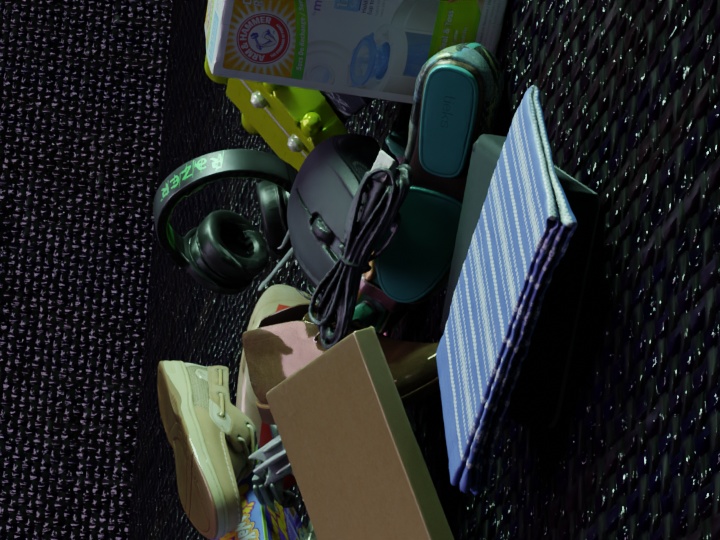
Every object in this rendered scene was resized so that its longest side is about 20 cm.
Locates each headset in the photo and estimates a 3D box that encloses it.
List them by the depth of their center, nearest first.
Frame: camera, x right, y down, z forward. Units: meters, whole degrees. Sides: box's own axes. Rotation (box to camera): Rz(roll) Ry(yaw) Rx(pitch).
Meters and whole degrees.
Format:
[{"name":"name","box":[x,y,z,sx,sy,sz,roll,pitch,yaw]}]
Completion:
[{"name":"headset","box":[-0.081,-0.018,1.640,0.123,0.200,0.094,-29,50,19]}]

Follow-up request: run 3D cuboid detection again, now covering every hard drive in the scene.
[{"name":"hard drive","box":[0.094,0.000,1.252,0.200,0.033,0.140,-128,46,-74]}]

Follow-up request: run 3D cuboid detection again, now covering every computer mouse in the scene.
[{"name":"computer mouse","box":[-0.018,-0.044,1.416,0.200,0.052,0.139,-103,34,-68]}]

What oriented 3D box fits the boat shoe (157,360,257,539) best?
[{"name":"boat shoe","box":[-0.108,0.127,1.536,0.200,0.064,0.072,-115,25,-55]}]

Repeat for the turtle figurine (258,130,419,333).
[{"name":"turtle figurine","box":[0.000,0.000,1.553,0.200,0.100,0.150,-61,30,28]}]

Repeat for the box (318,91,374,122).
[{"name":"box","box":[-0.038,-0.224,1.600,0.104,0.200,0.182,-40,4,-13]}]

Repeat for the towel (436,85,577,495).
[{"name":"towel","box":[0.083,0.014,1.178,0.145,0.024,0.201,-95,19,-55]}]

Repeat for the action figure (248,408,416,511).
[{"name":"action figure","box":[-0.023,0.131,1.533,0.200,0.130,0.070,121,130,-85]}]

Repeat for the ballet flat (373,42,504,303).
[{"name":"ballet flat","box":[0.060,-0.070,1.422,0.074,0.074,0.201,-99,22,-55]}]

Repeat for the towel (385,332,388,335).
[{"name":"towel","box":[-0.005,0.051,1.717,0.146,0.030,0.201,129,146,-70]}]

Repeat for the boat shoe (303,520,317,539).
[{"name":"boat shoe","box":[0.000,0.248,1.473,0.060,0.072,0.201,54,-157,-44]}]

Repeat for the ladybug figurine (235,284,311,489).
[{"name":"ladybug figurine","box":[-0.061,0.106,1.789,0.136,0.072,0.201,65,-151,-59]}]

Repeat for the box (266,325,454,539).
[{"name":"box","box":[0.006,0.153,1.350,0.163,0.021,0.201,-37,71,60]}]

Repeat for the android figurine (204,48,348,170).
[{"name":"android figurine","box":[-0.059,-0.120,1.650,0.041,0.182,0.200,-40,0,-9]}]

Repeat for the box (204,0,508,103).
[{"name":"box","box":[-0.005,-0.192,1.441,0.101,0.199,0.113,-105,25,-62]}]

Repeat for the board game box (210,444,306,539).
[{"name":"board game box","box":[-0.066,0.238,1.535,0.200,0.045,0.135,-103,-12,-61]}]

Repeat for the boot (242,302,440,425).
[{"name":"boot","box":[-0.011,0.062,1.427,0.199,0.074,0.076,-8,107,44]}]
